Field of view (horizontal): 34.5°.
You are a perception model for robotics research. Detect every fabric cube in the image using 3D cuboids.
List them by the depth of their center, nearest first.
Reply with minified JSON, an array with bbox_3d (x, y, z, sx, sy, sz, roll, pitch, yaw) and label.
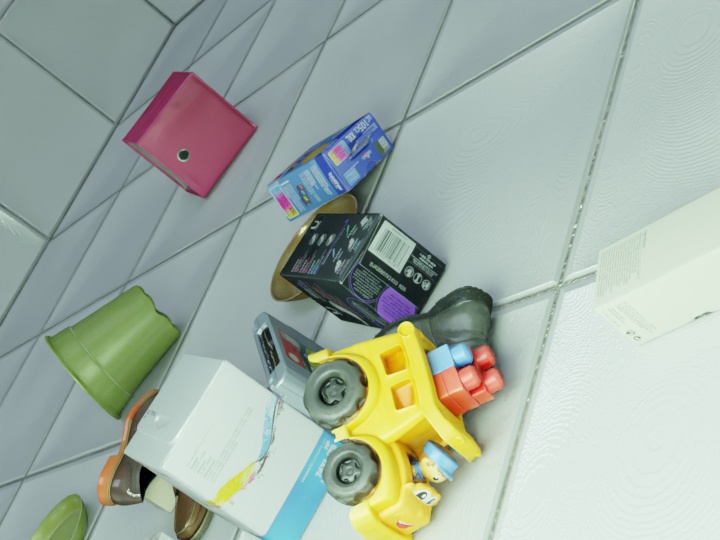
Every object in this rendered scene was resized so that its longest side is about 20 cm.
[{"bbox_3d":[-0.381,-0.303,2.574,0.200,0.196,0.200,-53,22,-6],"label":"fabric cube"}]

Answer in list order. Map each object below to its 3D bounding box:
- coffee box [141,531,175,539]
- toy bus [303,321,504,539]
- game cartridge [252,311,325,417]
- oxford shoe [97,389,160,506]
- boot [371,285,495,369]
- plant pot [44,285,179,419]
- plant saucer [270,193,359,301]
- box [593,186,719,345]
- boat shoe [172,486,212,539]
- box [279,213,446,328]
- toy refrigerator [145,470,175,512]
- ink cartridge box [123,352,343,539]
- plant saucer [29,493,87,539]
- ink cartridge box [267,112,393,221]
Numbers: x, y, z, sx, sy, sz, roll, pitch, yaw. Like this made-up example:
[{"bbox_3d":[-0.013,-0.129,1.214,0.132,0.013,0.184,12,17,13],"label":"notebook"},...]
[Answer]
[{"bbox_3d":[-0.285,0.449,1.467,0.114,0.080,0.201,-30,32,41],"label":"coffee box"},{"bbox_3d":[0.059,0.156,1.173,0.190,0.136,0.202,-23,57,13],"label":"toy bus"},{"bbox_3d":[-0.064,0.129,1.439,0.041,0.133,0.200,-49,23,8],"label":"game cartridge"},{"bbox_3d":[-0.308,0.257,1.669,0.072,0.072,0.201,3,46,16],"label":"oxford shoe"},{"bbox_3d":[0.072,0.111,1.301,0.199,0.067,0.132,-36,34,37],"label":"boot"},{"bbox_3d":[-0.436,0.131,2.102,0.190,0.200,0.200,-43,22,-7],"label":"plant pot"},{"bbox_3d":[-0.062,-0.027,1.780,0.200,0.035,0.201,-41,26,25],"label":"plant saucer"},{"bbox_3d":[0.305,-0.013,1.028,0.199,0.068,0.083,-30,32,42],"label":"box"},{"bbox_3d":[-0.240,0.291,1.623,0.072,0.068,0.201,-38,28,27],"label":"boat shoe"},{"bbox_3d":[0.000,0.000,1.515,0.107,0.122,0.199,-58,24,-12],"label":"box"},{"bbox_3d":[-0.272,0.253,1.736,0.076,0.070,0.201,-3,54,60],"label":"toy refrigerator"},{"bbox_3d":[-0.151,0.216,1.393,0.147,0.199,0.146,-59,24,-16],"label":"ink cartridge box"},{"bbox_3d":[-0.516,0.470,1.936,0.200,0.031,0.201,-42,24,24],"label":"plant saucer"},{"bbox_3d":[-0.040,-0.169,1.849,0.199,0.077,0.137,-21,20,49],"label":"ink cartridge box"}]
